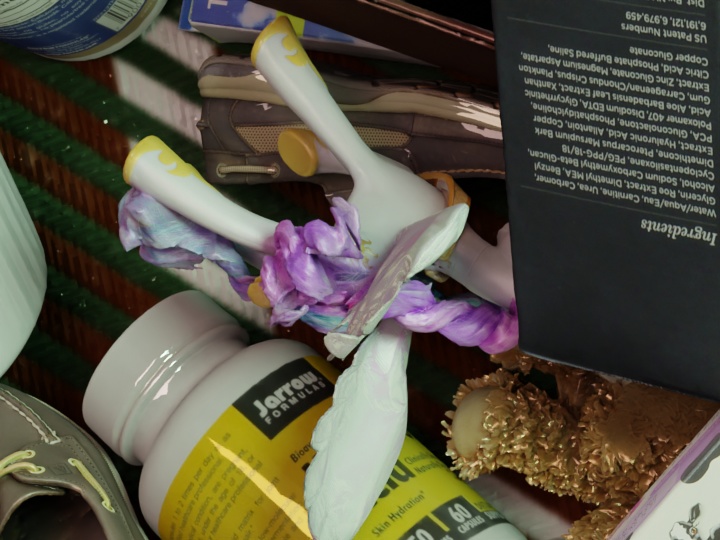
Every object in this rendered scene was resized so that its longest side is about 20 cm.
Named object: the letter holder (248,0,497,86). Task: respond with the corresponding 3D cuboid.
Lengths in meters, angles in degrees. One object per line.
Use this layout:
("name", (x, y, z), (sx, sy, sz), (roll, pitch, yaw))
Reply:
("letter holder", (0.026, -0.147, 1.237), (0.199, 0.142, 0.101), (21, 91, 21))

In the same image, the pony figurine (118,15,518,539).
("pony figurine", (0.000, 0.000, 1.208), (0.199, 0.193, 0.167), (31, 138, 15))

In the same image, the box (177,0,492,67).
("box", (0.006, -0.160, 1.348), (0.199, 0.048, 0.123), (9, 86, 21))

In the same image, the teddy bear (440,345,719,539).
("teddy bear", (0.133, 0.069, 1.257), (0.199, 0.067, 0.146), (2, 62, 13))

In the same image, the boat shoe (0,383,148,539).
("boat shoe", (-0.139, 0.115, 1.296), (0.072, 0.060, 0.200), (-40, 57, 1))

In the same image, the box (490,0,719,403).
("box", (0.155, -0.081, 1.152), (0.117, 0.196, 0.201), (12, 118, 38))

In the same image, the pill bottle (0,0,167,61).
("pill bottle", (-0.170, -0.168, 1.335), (0.110, 0.200, 0.112), (-3, 82, 21))

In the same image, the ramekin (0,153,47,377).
("ramekin", (-0.244, 0.002, 1.354), (0.199, 0.098, 0.201), (-16, 39, 14))

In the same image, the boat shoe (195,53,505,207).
("boat shoe", (0.014, -0.052, 1.326), (0.199, 0.074, 0.074), (12, 100, 29))

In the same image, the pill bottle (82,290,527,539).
("pill bottle", (-0.029, 0.102, 1.294), (0.200, 0.111, 0.112), (40, 98, 21))

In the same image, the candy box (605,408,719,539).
("candy box", (0.192, 0.155, 1.167), (0.200, 0.072, 0.168), (39, 118, 2))
